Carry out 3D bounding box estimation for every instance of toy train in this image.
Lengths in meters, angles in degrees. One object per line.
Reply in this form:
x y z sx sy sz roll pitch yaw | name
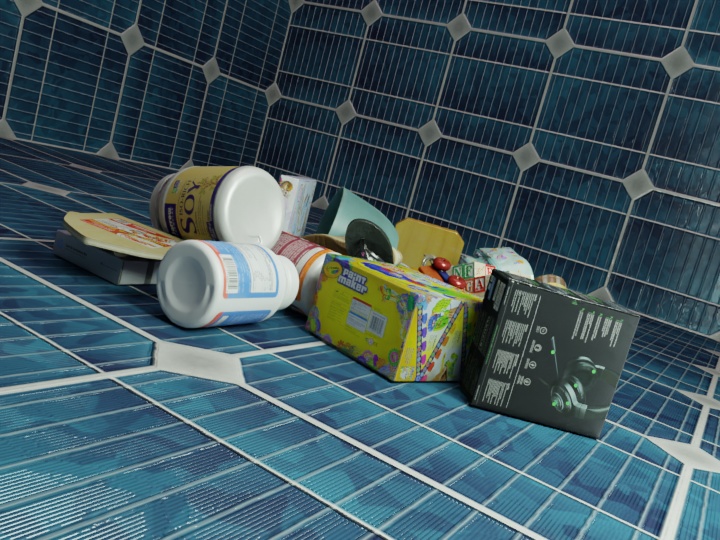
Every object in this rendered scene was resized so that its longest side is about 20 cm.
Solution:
0.100 0.010 1.264 0.114 0.086 0.200 10 24 -22 | toy train

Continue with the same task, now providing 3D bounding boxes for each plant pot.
-0.012 -0.057 1.538 0.159 0.203 0.201 25 6 -12 | plant pot

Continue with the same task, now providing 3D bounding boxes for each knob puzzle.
-0.346 -0.041 1.024 0.217 0.031 0.220 19 9 -3 | knob puzzle

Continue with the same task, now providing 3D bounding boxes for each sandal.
0.023 0.011 1.155 0.074 0.203 0.048 -9 25 12 | sandal

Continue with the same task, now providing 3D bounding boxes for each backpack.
0.284 0.048 1.453 0.151 0.179 0.200 -4 13 -13 | backpack

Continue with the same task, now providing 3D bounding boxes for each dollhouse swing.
0.153 -0.033 1.726 0.197 0.179 0.182 15 8 4 | dollhouse swing

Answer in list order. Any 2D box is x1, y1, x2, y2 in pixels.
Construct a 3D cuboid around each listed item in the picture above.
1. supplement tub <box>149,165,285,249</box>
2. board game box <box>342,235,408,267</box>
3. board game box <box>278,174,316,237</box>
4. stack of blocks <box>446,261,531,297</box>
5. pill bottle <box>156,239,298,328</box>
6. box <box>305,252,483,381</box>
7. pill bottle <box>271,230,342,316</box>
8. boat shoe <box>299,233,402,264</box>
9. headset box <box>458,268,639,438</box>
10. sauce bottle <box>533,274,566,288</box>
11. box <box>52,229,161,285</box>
-0.238 -0.098 1.150 0.198 0.148 0.144 6 0 38 | supplement tub
0.000 0.000 1.320 0.197 0.062 0.200 18 36 18 | board game box
-0.151 -0.099 1.484 0.041 0.203 0.200 14 7 5 | board game box
0.215 0.047 1.267 0.058 0.117 0.199 10 -13 -34 | stack of blocks
-0.172 0.018 0.961 0.111 0.114 0.199 20 8 27 | pill bottle
0.061 0.070 1.036 0.191 0.124 0.199 9 10 -45 | box
-0.120 -0.002 1.185 0.198 0.116 0.113 22 10 36 | pill bottle
-0.024 -0.024 1.238 0.197 0.073 0.064 9 6 23 | boat shoe
0.256 0.111 0.945 0.197 0.177 0.093 14 8 -5 | headset box
0.311 0.103 1.134 0.064 0.202 0.065 3 -35 2 | sauce bottle
-0.355 -0.019 1.114 0.154 0.042 0.199 21 8 28 | box
